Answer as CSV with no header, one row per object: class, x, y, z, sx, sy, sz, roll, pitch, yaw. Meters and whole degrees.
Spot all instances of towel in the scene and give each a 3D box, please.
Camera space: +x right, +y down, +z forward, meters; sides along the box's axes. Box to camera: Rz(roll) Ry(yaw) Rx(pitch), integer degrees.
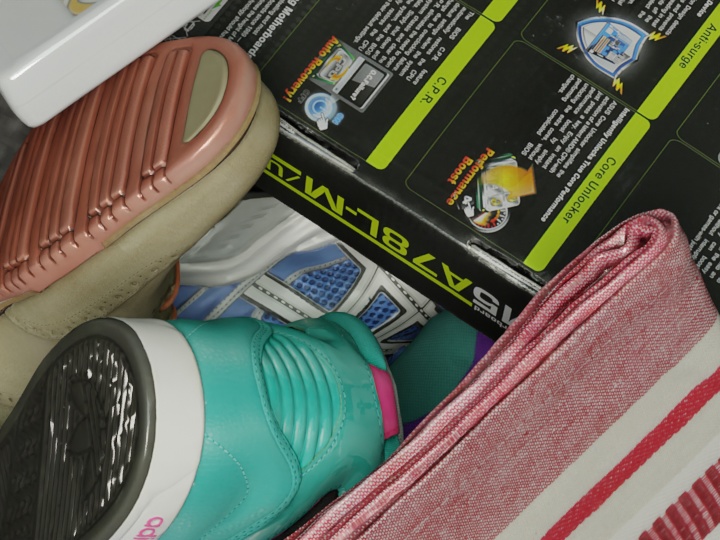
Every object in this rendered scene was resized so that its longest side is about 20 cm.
towel,0.056,0.092,0.776,0.144,0.200,0.023,-42,47,-11

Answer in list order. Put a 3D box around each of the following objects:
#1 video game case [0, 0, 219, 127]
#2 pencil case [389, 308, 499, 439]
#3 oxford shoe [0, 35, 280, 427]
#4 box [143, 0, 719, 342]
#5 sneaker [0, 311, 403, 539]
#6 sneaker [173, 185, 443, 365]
video game case,-0.045,-0.141,0.872,0.200,0.182,0.023,-35,126,-4
pencil case,0.009,0.096,0.879,0.200,0.085,0.092,-51,57,10
oxford shoe,-0.073,0.000,0.846,0.074,0.200,0.071,31,51,-22
box,0.066,-0.077,0.856,0.193,0.048,0.200,33,65,10
sneaker,-0.048,0.063,0.818,0.120,0.200,0.084,3,70,-29
sneaker,0.000,0.000,0.925,0.199,0.076,0.078,-8,106,0
